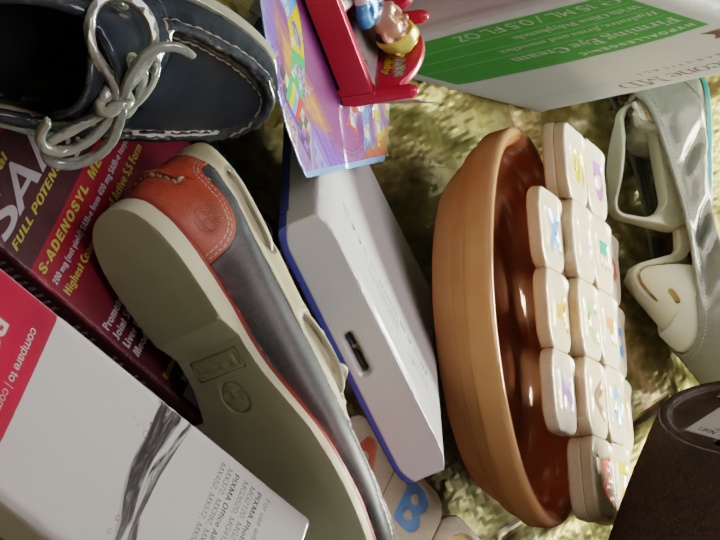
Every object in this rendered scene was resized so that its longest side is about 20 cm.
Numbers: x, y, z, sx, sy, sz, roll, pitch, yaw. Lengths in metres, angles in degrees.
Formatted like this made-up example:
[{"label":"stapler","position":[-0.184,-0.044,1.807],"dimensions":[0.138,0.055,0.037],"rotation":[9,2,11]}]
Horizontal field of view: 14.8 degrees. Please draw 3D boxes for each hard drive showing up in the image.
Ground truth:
[{"label":"hard drive","position":[0.000,0.000,1.283],"dimensions":[0.200,0.025,0.132],"rotation":[-91,156,-70]}]

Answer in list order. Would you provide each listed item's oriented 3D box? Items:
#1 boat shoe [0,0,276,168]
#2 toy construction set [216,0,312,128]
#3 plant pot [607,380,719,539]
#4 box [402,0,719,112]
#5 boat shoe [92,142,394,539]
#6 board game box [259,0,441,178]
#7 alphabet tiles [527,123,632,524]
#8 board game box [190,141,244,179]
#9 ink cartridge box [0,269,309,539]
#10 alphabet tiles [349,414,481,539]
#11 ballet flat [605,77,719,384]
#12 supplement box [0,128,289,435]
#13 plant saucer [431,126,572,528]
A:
[{"label":"boat shoe","position":[-0.116,-0.084,1.082],"dimensions":[0.200,0.075,0.062],"rotation":[18,24,-33]},{"label":"toy construction set","position":[-0.100,-0.138,1.173],"dimensions":[0.092,0.131,0.200],"rotation":[-50,152,-7]},{"label":"plant pot","position":[0.191,0.163,1.364],"dimensions":[0.187,0.187,0.200],"rotation":[-25,121,-46]},{"label":"box","position":[0.105,-0.202,1.398],"dimensions":[0.171,0.199,0.200],"rotation":[9,76,-44]},{"label":"boat shoe","position":[-0.038,0.042,1.164],"dimensions":[0.063,0.071,0.200],"rotation":[-44,108,-44]},{"label":"board game box","position":[0.002,-0.125,1.237],"dimensions":[0.200,0.039,0.158],"rotation":[-19,103,-74]},{"label":"alphabet tiles","position":[0.117,0.029,1.415],"dimensions":[0.196,0.015,0.200],"rotation":[27,58,-72]},{"label":"board game box","position":[-0.144,-0.035,1.227],"dimensions":[0.135,0.028,0.200],"rotation":[57,47,-20]},{"label":"ink cartridge box","position":[-0.143,0.091,1.115],"dimensions":[0.200,0.145,0.083],"rotation":[42,53,-31]},{"label":"alphabet tiles","position":[-0.003,0.178,1.332],"dimensions":[0.200,0.015,0.196],"rotation":[47,51,-27]},{"label":"ballet flat","position":[0.170,-0.017,1.532],"dimensions":[0.064,0.067,0.200],"rotation":[-7,84,-19]},{"label":"supplement box","position":[-0.125,-0.024,1.180],"dimensions":[0.200,0.061,0.109],"rotation":[42,53,-30]},{"label":"plant saucer","position":[0.073,0.030,1.379],"dimensions":[0.200,0.037,0.200],"rotation":[-6,90,-75]}]
